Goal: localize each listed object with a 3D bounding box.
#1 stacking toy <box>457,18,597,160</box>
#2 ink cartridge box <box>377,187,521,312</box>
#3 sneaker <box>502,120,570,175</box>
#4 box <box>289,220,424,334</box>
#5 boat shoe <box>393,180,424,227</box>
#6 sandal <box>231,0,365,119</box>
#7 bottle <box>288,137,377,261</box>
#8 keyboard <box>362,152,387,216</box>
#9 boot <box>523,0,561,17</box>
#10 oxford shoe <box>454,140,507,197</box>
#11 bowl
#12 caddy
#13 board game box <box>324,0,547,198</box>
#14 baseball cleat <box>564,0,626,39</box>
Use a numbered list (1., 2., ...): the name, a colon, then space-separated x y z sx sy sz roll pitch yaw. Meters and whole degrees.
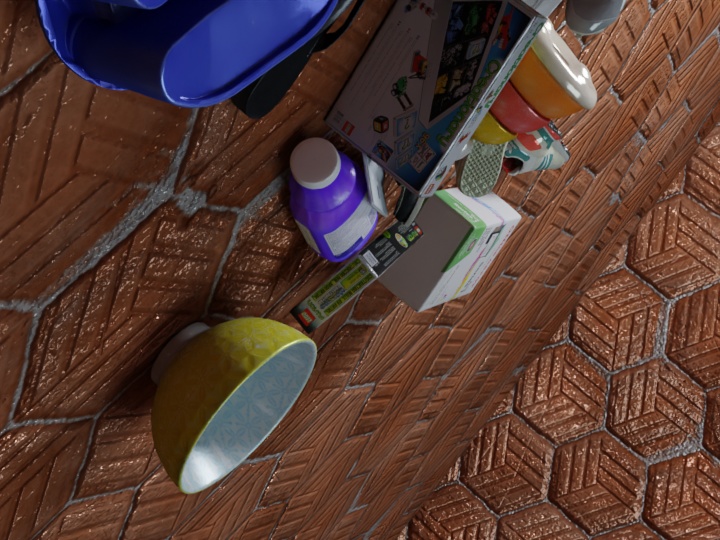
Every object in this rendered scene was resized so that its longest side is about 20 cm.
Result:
1. stacking toy: 0.161 -0.196 1.414 0.200 0.147 0.146 -38 168 20
2. ink cartridge box: 0.125 -0.035 1.676 0.145 0.084 0.200 -57 163 20
3. sneaker: 0.242 -0.175 1.745 0.093 0.071 0.200 -34 167 7
4. box: 0.000 0.000 1.396 0.110 0.035 0.200 -40 180 24
5. boat shoe: 0.056 -0.135 1.324 0.200 0.066 0.075 109 -3 -46
6. sandal: -0.030 -0.204 0.989 0.201 0.043 0.076 -55 163 14
7. bottle: -0.031 -0.073 1.223 0.084 0.065 0.200 -51 163 -8
8. keyboard: 0.016 -0.090 1.278 0.200 0.011 0.057 7 80 -84
9. boot: 0.121 -0.249 1.213 0.200 0.095 0.074 -52 -171 -2
10. oxford shoe: 0.164 -0.187 1.516 0.058 0.075 0.201 -101 -154 -55
11. bowl: -0.150 0.117 1.240 0.200 0.108 0.200 -46 163 -18
12. caddy: -0.103 -0.189 0.736 0.200 0.105 0.142 -41 138 -29
13. board game box: 0.067 -0.186 1.136 0.201 0.126 0.035 -56 162 20
14. baseball cleat: 0.315 -0.378 1.505 0.200 0.069 0.107 -52 160 -31
